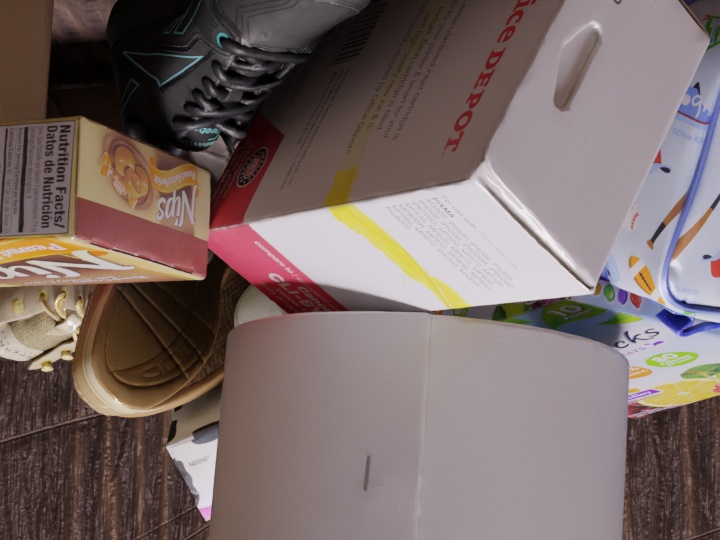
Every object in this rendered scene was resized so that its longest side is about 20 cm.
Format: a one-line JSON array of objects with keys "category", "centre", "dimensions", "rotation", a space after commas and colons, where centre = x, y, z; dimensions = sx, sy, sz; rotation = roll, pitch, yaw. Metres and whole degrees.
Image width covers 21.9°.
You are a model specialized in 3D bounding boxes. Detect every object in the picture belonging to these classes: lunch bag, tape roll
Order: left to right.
[{"category": "tape roll", "centre": [0.028, 0.107, 0.901], "dimensions": [0.201, 0.140, 0.203], "rotation": [4, 169, 1]}, {"category": "lunch bag", "centre": [0.199, -0.045, 0.897], "dimensions": [0.199, 0.161, 0.075], "rotation": [8, -164, -37]}]

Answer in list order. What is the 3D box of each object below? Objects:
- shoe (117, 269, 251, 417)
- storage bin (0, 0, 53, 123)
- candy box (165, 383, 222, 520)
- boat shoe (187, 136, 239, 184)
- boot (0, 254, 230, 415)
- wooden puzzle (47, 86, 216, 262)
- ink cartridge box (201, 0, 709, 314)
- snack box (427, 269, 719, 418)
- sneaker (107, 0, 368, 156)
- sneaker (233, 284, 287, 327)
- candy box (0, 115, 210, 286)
[{"category": "shoe", "centre": [-0.086, 0.033, 1.163], "dimensions": [0.200, 0.070, 0.053], "rotation": [-35, 166, -26]}, {"category": "storage bin", "centre": [-0.267, -0.099, 0.859], "dimensions": [0.199, 0.094, 0.198], "rotation": [6, 171, -35]}, {"category": "candy box", "centre": [-0.044, 0.066, 1.196], "dimensions": [0.136, 0.061, 0.200], "rotation": [-21, -159, 10]}, {"category": "boat shoe", "centre": [0.000, -0.080, 0.996], "dimensions": [0.199, 0.068, 0.072], "rotation": [-2, 131, -19]}, {"category": "boot", "centre": [-0.156, 0.027, 1.061], "dimensions": [0.155, 0.200, 0.073], "rotation": [-24, 121, 29]}, {"category": "wooden puzzle", "centre": [-0.161, -0.047, 1.022], "dimensions": [0.199, 0.047, 0.186], "rotation": [2, -147, 9]}, {"category": "ink cartridge box", "centre": [0.037, -0.060, 0.826], "dimensions": [0.083, 0.146, 0.200], "rotation": [42, 151, -28]}, {"category": "snack box", "centre": [0.129, 0.029, 0.987], "dimensions": [0.199, 0.053, 0.142], "rotation": [14, 155, -37]}, {"category": "sneaker", "centre": [-0.053, -0.097, 0.831], "dimensions": [0.075, 0.080, 0.200], "rotation": [11, 167, -28]}, {"category": "sneaker", "centre": [0.000, 0.000, 1.071], "dimensions": [0.199, 0.076, 0.081], "rotation": [-22, 162, 29]}, {"category": "candy box", "centre": [-0.181, -0.025, 0.829], "dimensions": [0.199, 0.056, 0.115], "rotation": [-3, 171, 23]}]
